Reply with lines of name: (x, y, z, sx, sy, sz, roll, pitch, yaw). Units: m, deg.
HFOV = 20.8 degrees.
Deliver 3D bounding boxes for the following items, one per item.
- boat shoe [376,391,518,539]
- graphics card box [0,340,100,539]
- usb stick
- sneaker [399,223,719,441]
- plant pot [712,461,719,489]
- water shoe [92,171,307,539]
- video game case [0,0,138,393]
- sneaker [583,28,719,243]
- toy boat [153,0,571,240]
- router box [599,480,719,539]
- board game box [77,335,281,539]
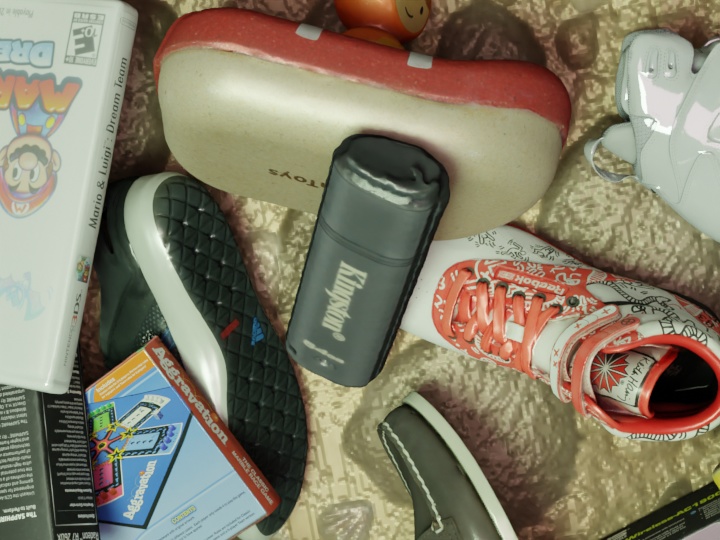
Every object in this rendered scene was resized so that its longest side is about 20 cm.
boat shoe: (0.057, 0.158, 0.984, 0.060, 0.072, 0.202, -29, 77, -6)
graphics card box: (-0.199, 0.058, 0.965, 0.124, 0.051, 0.202, -12, 81, 22)
usb stick: (0.000, 0.000, 0.932, 0.055, 0.200, 0.033, 19, 60, 0)
sneaker: (0.090, 0.026, 0.961, 0.199, 0.108, 0.068, 17, 103, -1)
plant pot: (0.267, 0.115, 0.876, 0.189, 0.201, 0.201, 45, 101, 9)
water shoe: (-0.087, 0.044, 1.005, 0.078, 0.071, 0.202, -4, 110, 36)
video game case: (-0.210, -0.046, 0.943, 0.198, 0.024, 0.184, 8, 85, 24)
sneaker: (0.192, -0.110, 0.944, 0.114, 0.075, 0.201, 25, 99, 0)
toy boat: (0.005, -0.098, 0.946, 0.198, 0.131, 0.132, 14, 72, 1)
router box: (0.219, 0.179, 1.010, 0.199, 0.062, 0.151, -29, 98, 8)
board game box: (-0.141, 0.125, 1.002, 0.199, 0.019, 0.103, -35, 95, 30)
